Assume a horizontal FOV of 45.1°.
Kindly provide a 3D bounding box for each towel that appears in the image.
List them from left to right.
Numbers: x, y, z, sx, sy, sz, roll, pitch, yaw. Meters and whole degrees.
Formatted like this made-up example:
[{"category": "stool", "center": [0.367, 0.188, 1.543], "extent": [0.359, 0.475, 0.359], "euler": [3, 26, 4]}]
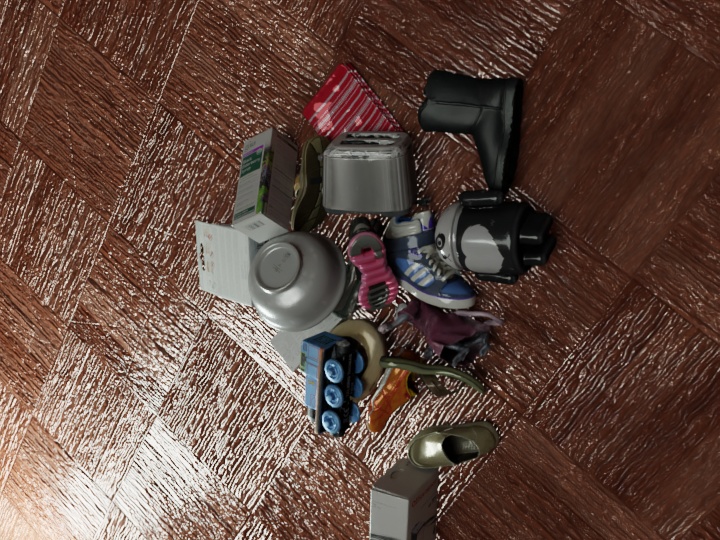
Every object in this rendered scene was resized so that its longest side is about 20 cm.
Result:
[{"category": "towel", "center": [-0.011, -0.267, 1.608], "extent": [0.145, 0.022, 0.200], "euler": [-43, 79, 33]}]

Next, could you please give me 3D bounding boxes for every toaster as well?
[{"category": "toaster", "center": [0.023, -0.172, 1.539], "extent": [0.199, 0.114, 0.130], "euler": [4, 119, 18]}]

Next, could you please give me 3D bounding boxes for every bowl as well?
[{"category": "bowl", "center": [-0.133, 0.007, 1.601], "extent": [0.200, 0.090, 0.202], "euler": [-9, 68, 23]}]

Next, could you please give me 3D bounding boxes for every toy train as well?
[{"category": "toy train", "center": [-0.057, 0.217, 1.648], "extent": [0.114, 0.087, 0.201], "euler": [19, 115, 37]}]

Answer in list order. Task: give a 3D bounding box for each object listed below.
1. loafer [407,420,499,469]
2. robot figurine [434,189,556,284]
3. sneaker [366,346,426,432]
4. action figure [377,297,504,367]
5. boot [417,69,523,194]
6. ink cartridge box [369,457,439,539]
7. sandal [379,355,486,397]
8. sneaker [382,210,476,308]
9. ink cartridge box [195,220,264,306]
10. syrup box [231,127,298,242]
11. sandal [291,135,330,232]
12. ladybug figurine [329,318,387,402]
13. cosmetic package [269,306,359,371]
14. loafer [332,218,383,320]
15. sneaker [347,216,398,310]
[{"category": "loafer", "center": [0.163, 0.331, 1.635], "extent": [0.200, 0.068, 0.076], "euler": [-24, 90, 34]}, {"category": "robot figurine", "center": [0.222, -0.055, 1.458], "extent": [0.199, 0.125, 0.151], "euler": [5, 89, 30]}, {"category": "sneaker", "center": [0.066, 0.242, 1.672], "extent": [0.077, 0.073, 0.200], "euler": [29, 120, 11]}, {"category": "action figure", "center": [0.131, 0.090, 1.562], "extent": [0.200, 0.134, 0.149], "euler": [37, 94, 40]}, {"category": "boot", "center": [0.181, -0.234, 1.463], "extent": [0.168, 0.076, 0.201], "euler": [9, 101, 26]}, {"category": "ink cartridge box", "center": [0.084, 0.489, 1.680], "extent": [0.086, 0.146, 0.201], "euler": [11, 109, 27]}, {"category": "sandal", "center": [0.130, 0.199, 1.587], "extent": [0.200, 0.080, 0.058], "euler": [12, 83, 6]}, {"category": "sneaker", "center": [0.126, -0.030, 1.550], "extent": [0.200, 0.080, 0.147], "euler": [25, 121, 31]}, {"category": "ink cartridge box", "center": [-0.275, -0.021, 1.836], "extent": [0.200, 0.047, 0.161], "euler": [14, 111, 47]}, {"category": "syrup box", "center": [-0.179, -0.163, 1.643], "extent": [0.079, 0.081, 0.201], "euler": [-19, 54, 34]}, {"category": "sandal", "center": [-0.097, -0.166, 1.660], "extent": [0.054, 0.080, 0.201], "euler": [36, 127, 47]}, {"category": "ladybug figurine", "center": [-0.011, 0.176, 1.698], "extent": [0.136, 0.072, 0.200], "euler": [40, 120, 17]}, {"category": "cosmetic package", "center": [-0.094, 0.110, 1.744], "extent": [0.083, 0.051, 0.200], "euler": [52, 122, 14]}, {"category": "loafer", "center": [0.000, 0.000, 1.640], "extent": [0.063, 0.072, 0.200], "euler": [28, 99, -2]}, {"category": "sneaker", "center": [0.017, -0.014, 1.565], "extent": [0.079, 0.096, 0.200], "euler": [-15, 133, -4]}]
